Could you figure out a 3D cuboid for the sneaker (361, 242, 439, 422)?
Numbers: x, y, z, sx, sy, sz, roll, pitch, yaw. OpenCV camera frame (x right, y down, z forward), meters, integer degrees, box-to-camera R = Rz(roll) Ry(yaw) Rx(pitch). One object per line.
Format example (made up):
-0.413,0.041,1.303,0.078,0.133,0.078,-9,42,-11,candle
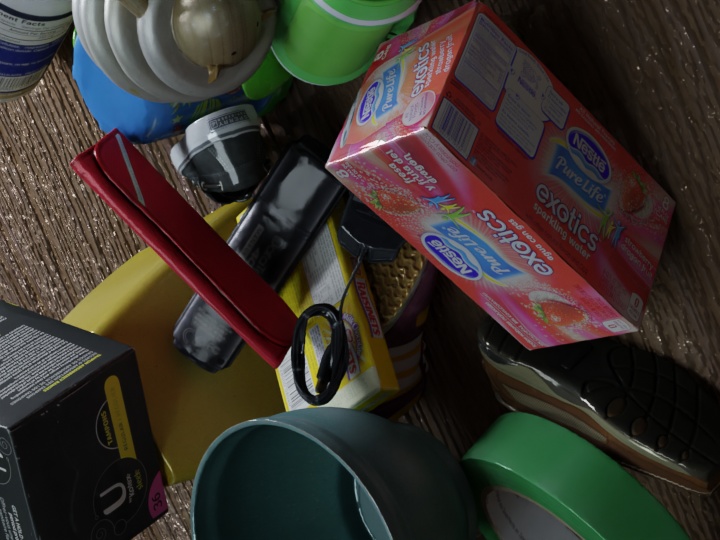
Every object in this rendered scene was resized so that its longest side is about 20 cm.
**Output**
0.020,0.053,1.131,0.075,0.089,0.201,49,119,41,sneaker

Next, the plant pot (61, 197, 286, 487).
-0.156,0.086,1.239,0.199,0.176,0.202,-23,98,50,plant pot

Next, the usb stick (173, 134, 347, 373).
-0.076,-0.010,1.106,0.055,0.033,0.201,35,113,2,usb stick

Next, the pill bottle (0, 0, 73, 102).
-0.281,-0.235,1.209,0.116,0.115,0.200,53,139,5,pill bottle

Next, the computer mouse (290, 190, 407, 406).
0.000,0.000,1.053,0.058,0.202,0.034,23,173,7,computer mouse

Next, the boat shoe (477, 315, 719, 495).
0.164,0.093,1.007,0.199,0.075,0.075,33,142,36,boat shoe

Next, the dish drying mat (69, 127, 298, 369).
-0.117,-0.018,1.049,0.200,0.077,0.018,45,111,-5,dish drying mat

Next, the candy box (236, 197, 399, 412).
-0.035,0.020,1.110,0.102,0.026,0.202,-36,59,36,candy box

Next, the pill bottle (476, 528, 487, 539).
0.023,0.261,1.139,0.110,0.200,0.112,32,145,26,pill bottle

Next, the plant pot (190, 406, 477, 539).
-0.003,0.181,1.026,0.199,0.133,0.203,14,111,39,plant pot

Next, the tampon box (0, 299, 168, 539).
-0.267,0.126,1.142,0.198,0.126,0.152,16,126,37,tampon box

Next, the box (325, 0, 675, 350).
0.089,-0.052,0.899,0.200,0.104,0.094,40,148,-28,box

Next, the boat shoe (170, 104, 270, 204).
-0.102,-0.078,1.105,0.200,0.068,0.057,159,91,-83,boat shoe

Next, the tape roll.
0.154,0.188,1.033,0.200,0.048,0.201,40,160,18,tape roll

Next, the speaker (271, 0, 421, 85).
-0.010,-0.176,0.939,0.089,0.088,0.200,58,168,-1,speaker

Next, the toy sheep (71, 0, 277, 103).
-0.126,-0.174,0.954,0.200,0.136,0.140,33,138,54,toy sheep

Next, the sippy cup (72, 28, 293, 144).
-0.138,-0.159,1.100,0.177,0.130,0.141,-32,91,49,sippy cup
